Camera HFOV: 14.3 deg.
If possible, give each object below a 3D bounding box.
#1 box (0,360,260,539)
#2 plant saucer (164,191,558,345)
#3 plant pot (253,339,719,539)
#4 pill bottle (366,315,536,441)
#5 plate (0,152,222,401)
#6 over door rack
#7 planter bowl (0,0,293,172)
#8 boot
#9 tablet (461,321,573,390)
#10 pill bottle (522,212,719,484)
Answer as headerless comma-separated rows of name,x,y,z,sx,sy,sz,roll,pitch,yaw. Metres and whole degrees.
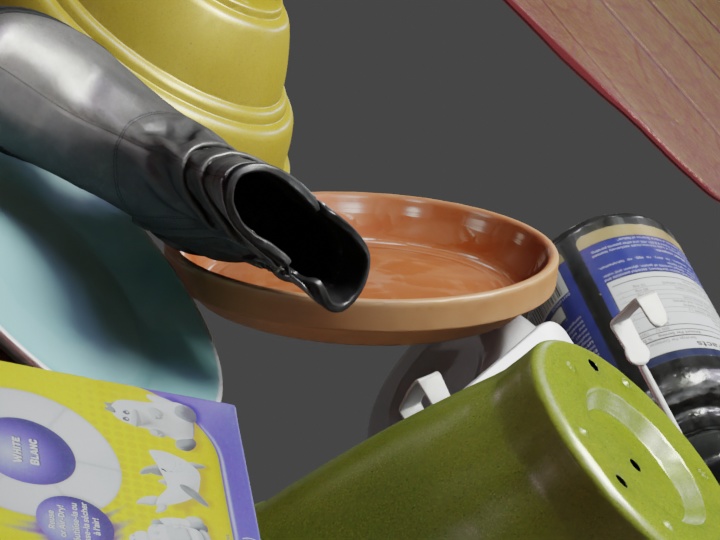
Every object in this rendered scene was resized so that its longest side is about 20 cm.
box,-0.138,0.081,1.054,0.199,0.048,0.118,10,33,-18
plant saucer,0.000,0.000,1.458,0.199,0.032,0.200,3,17,-1
plant pot,0.053,0.136,1.221,0.200,0.193,0.201,40,20,-18
pill bottle,0.108,0.113,1.504,0.200,0.112,0.112,37,22,-26
plate,-0.143,0.002,1.319,0.200,0.026,0.200,40,21,-19
over door rack,0.112,0.127,1.410,0.147,0.067,0.201,-20,88,-29
planter bowl,-0.100,-0.134,1.535,0.200,0.084,0.201,31,21,-13
boot,-0.088,-0.054,1.319,0.200,0.070,0.131,29,-4,-38
tablet,0.104,0.138,1.359,0.130,0.014,0.200,-38,96,-27
pill bottle,0.175,0.069,1.733,0.112,0.112,0.200,30,27,-41
